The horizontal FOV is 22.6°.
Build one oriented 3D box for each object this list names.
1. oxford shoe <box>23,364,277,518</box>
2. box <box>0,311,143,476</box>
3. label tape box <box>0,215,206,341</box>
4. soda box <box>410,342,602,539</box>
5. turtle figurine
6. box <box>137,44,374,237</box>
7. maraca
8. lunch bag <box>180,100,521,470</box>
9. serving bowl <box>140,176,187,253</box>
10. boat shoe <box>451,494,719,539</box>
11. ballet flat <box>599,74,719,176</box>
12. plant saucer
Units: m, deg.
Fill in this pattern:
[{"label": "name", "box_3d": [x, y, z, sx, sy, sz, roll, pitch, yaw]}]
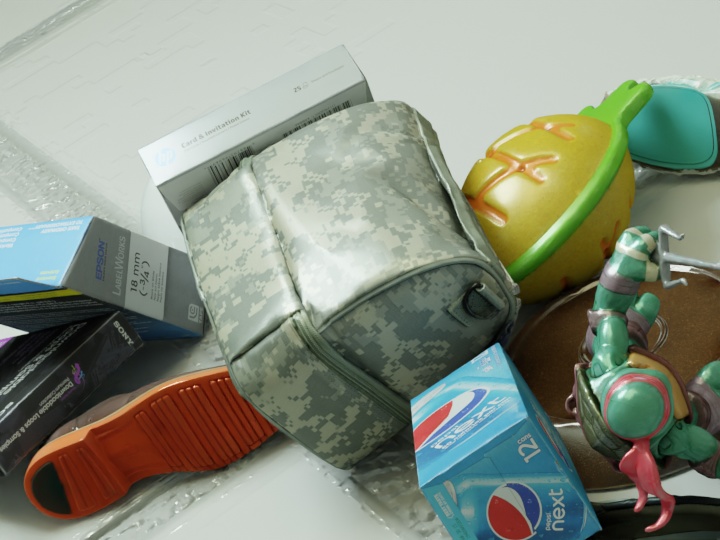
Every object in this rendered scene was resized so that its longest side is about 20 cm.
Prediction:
[{"label": "oxford shoe", "box_3d": [-0.132, 0.097, 1.208, 0.199, 0.071, 0.073, -20, 24, 11]}, {"label": "box", "box_3d": [-0.258, 0.095, 1.298, 0.200, 0.036, 0.143, -12, 28, 51]}, {"label": "label tape box", "box_3d": [-0.226, 0.003, 1.311, 0.144, 0.200, 0.064, -5, 74, 33]}, {"label": "soda box", "box_3d": [0.070, 0.097, 0.933, 0.064, 0.068, 0.200, -33, 6, 4]}, {"label": "turtle figurine", "box_3d": [0.152, 0.055, 0.906, 0.100, 0.150, 0.200, -27, -3, 7]}, {"label": "box", "box_3d": [-0.050, -0.049, 1.252, 0.155, 0.200, 0.041, -28, 55, -3]}, {"label": "maraca", "box_3d": [0.131, -0.055, 1.199, 0.137, 0.107, 0.200, -27, 22, 49]}, {"label": "lunch bag", "box_3d": [0.000, 0.000, 1.130, 0.168, 0.139, 0.200, -39, 39, 16]}, {"label": "serving bowl", "box_3d": [-0.085, -0.080, 1.422, 0.199, 0.066, 0.200, -14, 20, 5]}, {"label": "boat shoe", "box_3d": [0.116, 0.146, 0.934, 0.199, 0.060, 0.076, -9, 33, 29]}, {"label": "ballet flat", "box_3d": [0.262, -0.101, 1.240, 0.199, 0.072, 0.072, 3, 40, 39]}, {"label": "plant saucer", "box_3d": [0.162, 0.053, 1.085, 0.199, 0.032, 0.200, -20, 28, 12]}]
